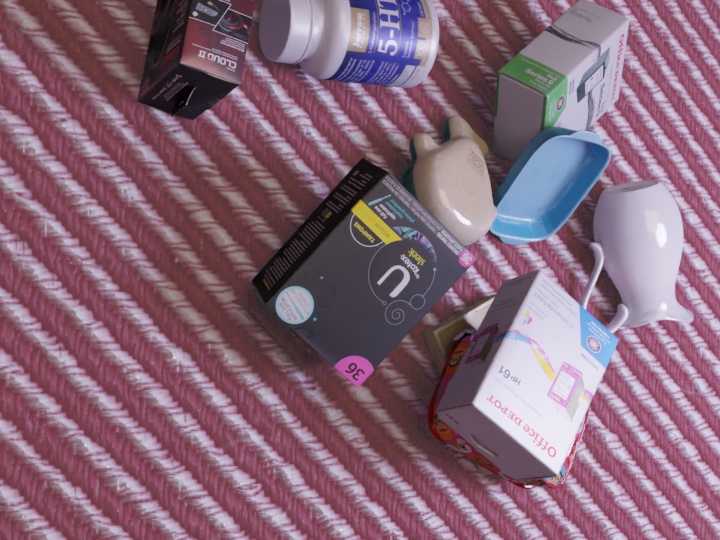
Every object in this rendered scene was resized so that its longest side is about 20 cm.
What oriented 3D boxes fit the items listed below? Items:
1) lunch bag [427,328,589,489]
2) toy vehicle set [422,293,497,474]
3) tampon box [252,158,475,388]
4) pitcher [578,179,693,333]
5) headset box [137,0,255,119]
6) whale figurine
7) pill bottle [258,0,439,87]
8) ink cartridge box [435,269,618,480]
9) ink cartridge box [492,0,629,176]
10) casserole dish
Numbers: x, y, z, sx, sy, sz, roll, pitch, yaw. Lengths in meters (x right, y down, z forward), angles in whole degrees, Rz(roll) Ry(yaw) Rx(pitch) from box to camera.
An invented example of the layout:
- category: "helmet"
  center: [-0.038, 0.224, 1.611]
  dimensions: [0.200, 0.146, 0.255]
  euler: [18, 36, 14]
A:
- category: "lunch bag"
  center: [0.193, 0.163, 1.383]
  dimensions: [0.199, 0.082, 0.177]
  euler: [32, 68, -22]
- category: "toy vehicle set"
  center: [0.170, 0.146, 1.436]
  dimensions: [0.124, 0.026, 0.201]
  euler: [-25, 95, -31]
- category: "tampon box"
  center: [0.000, 0.000, 1.260]
  dimensions: [0.150, 0.126, 0.200]
  euler: [42, 91, -17]
- category: "pitcher"
  center: [0.371, -0.014, 1.537]
  dimensions: [0.170, 0.121, 0.202]
  euler: [-14, 101, -16]
- category: "headset box"
  center: [-0.179, -0.269, 1.226]
  dimensions: [0.075, 0.148, 0.202]
  euler: [15, 75, -26]
- category: "whale figurine"
  center: [0.108, -0.110, 1.414]
  dimensions: [0.159, 0.103, 0.201]
  euler: [42, 40, -23]
- category: "pill bottle"
  center: [-0.016, -0.290, 1.342]
  dimensions: [0.199, 0.119, 0.121]
  euler: [-1, 83, -30]
- category: "ink cartridge box"
  center: [0.199, 0.125, 1.304]
  dimensions: [0.144, 0.085, 0.201]
  euler: [39, 63, -15]
- category: "ink cartridge box"
  center: [0.269, -0.248, 1.482]
  dimensions: [0.200, 0.084, 0.146]
  euler: [-43, 149, -28]
- category: "casserole dish"
  center: [0.242, -0.116, 1.450]
  dimensions: [0.120, 0.200, 0.039]
  euler: [7, 43, -29]
